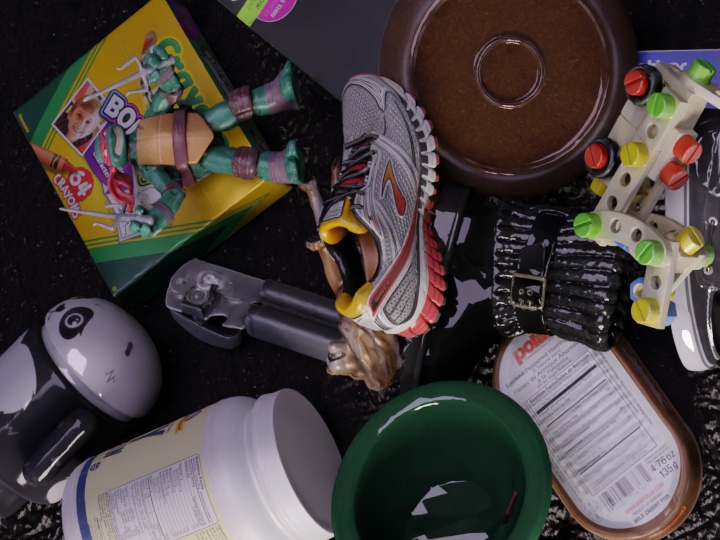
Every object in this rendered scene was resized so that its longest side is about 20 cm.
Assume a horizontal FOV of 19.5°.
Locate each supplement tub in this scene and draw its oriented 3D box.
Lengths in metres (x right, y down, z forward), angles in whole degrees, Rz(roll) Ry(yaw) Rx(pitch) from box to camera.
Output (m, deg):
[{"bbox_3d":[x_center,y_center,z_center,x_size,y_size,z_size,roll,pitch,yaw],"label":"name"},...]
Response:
[{"bbox_3d":[-0.122,0.188,1.675,0.199,0.145,0.146,-24,73,19],"label":"supplement tub"}]

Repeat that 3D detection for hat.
[{"bbox_3d":[0.076,0.206,1.601,0.165,0.176,0.201,25,77,26],"label":"hat"}]

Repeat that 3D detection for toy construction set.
[{"bbox_3d":[0.227,-0.070,1.475,0.200,0.092,0.131,-53,50,14],"label":"toy construction set"}]

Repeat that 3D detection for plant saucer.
[{"bbox_3d":[0.112,-0.152,1.583,0.198,0.034,0.202,0,100,2],"label":"plant saucer"}]

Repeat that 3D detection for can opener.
[{"bbox_3d":[-0.069,0.044,1.732,0.199,0.067,0.054,18,57,19],"label":"can opener"}]

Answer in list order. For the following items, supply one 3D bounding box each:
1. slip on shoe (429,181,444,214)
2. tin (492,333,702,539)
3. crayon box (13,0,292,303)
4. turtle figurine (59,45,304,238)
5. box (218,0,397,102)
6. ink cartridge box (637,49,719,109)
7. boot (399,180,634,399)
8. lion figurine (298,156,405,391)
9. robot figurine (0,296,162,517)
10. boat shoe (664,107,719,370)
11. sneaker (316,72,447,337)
[{"bbox_3d":[0.116,-0.123,1.661,0.200,0.061,0.074,-46,66,10],"label":"slip on shoe"},{"bbox_3d":[0.180,0.116,1.610,0.112,0.042,0.201,-38,69,10],"label":"tin"},{"bbox_3d":[-0.179,-0.104,1.790,0.172,0.058,0.201,-37,70,15],"label":"crayon box"},{"bbox_3d":[-0.147,-0.107,1.694,0.198,0.101,0.151,-6,95,5],"label":"turtle figurine"},{"bbox_3d":[0.004,-0.220,1.689,0.200,0.124,0.149,41,101,22],"label":"box"},{"bbox_3d":[0.288,-0.118,1.590,0.198,0.044,0.095,2,83,26],"label":"ink cartridge box"},{"bbox_3d":[0.118,0.044,1.588,0.157,0.079,0.213,15,106,9],"label":"boot"},{"bbox_3d":[0.000,0.000,1.664,0.072,0.201,0.123,-18,118,13],"label":"lion figurine"},{"bbox_3d":[-0.259,0.112,1.755,0.200,0.125,0.151,-43,65,11],"label":"robot figurine"},{"bbox_3d":[0.266,-0.023,1.553,0.066,0.070,0.202,1,100,25],"label":"boat shoe"},{"bbox_3d":[0.011,-0.053,1.548,0.078,0.082,0.202,-29,63,48],"label":"sneaker"}]
